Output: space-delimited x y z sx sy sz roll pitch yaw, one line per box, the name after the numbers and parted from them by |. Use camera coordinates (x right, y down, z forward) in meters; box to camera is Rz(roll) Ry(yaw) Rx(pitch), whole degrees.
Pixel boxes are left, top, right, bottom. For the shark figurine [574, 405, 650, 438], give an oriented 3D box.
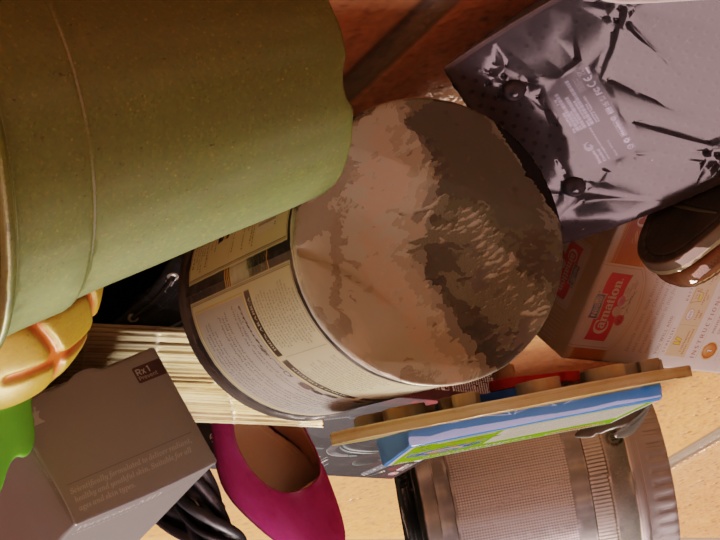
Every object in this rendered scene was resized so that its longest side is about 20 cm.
0.155 -0.004 1.389 0.128 0.215 0.089 -34 -151 -24 | shark figurine

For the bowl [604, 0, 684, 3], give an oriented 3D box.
0.197 -0.200 0.978 0.199 0.075 0.200 -7 156 -10 | bowl

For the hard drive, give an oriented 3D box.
0.158 -0.106 1.139 0.200 0.042 0.135 -26 116 21 | hard drive

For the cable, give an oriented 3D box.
-0.133 0.130 1.465 0.051 0.200 0.163 -32 -157 -13 | cable

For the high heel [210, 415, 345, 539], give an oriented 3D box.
-0.055 0.091 1.403 0.067 0.200 0.096 -39 -176 -41 | high heel

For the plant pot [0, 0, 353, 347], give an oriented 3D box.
-0.112 -0.076 1.020 0.190 0.200 0.200 -15 161 -27 | plant pot

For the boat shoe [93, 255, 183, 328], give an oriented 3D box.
-0.155 0.028 1.375 0.200 0.069 0.057 -26 127 34 | boat shoe

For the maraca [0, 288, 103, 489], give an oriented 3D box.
-0.194 0.023 1.177 0.107 0.200 0.137 8 180 25 | maraca

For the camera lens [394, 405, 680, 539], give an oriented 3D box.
0.131 0.175 1.715 0.200 0.160 0.160 -11 157 -2 | camera lens

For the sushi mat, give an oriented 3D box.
-0.120 0.062 1.349 0.200 0.012 0.096 2 144 -1 | sushi mat

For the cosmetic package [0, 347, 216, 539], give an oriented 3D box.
-0.178 0.135 1.332 0.107 0.090 0.200 -23 168 -34 | cosmetic package

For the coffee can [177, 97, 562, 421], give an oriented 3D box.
0.000 0.000 1.193 0.146 0.147 0.200 -2 173 -21 | coffee can

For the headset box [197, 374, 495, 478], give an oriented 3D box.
-0.017 0.081 1.534 0.200 0.077 0.149 7 152 -39 | headset box

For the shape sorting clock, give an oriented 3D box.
0.081 0.071 1.219 0.200 0.039 0.200 -11 171 -2 | shape sorting clock

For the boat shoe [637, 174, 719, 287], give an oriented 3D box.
0.229 -0.053 1.196 0.072 0.200 0.068 14 145 55 | boat shoe

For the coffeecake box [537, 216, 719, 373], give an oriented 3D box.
0.199 -0.025 1.295 0.200 0.073 0.154 7 113 -36 | coffeecake box
